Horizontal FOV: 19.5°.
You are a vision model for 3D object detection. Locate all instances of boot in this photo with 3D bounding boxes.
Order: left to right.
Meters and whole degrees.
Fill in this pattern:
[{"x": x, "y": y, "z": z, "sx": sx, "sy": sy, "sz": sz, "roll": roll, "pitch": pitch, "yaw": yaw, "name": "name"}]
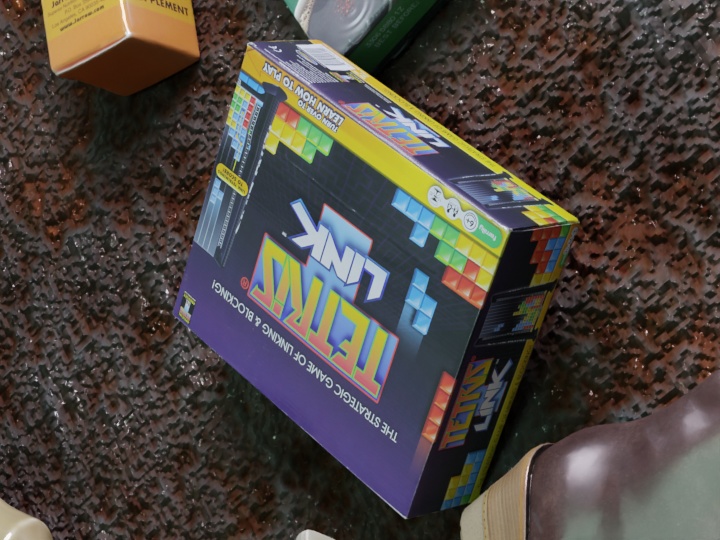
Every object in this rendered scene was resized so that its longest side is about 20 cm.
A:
[{"x": 0.128, "y": 0.160, "z": 0.941, "sx": 0.166, "sy": 0.072, "sz": 0.201, "roll": -30, "pitch": 62, "yaw": 33, "name": "boot"}]

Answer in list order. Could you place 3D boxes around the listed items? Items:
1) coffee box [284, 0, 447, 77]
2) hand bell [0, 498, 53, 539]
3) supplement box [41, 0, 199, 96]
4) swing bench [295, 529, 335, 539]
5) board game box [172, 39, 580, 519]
[{"x": -0.014, "y": -0.214, "z": 1.136, "sx": 0.123, "sy": 0.044, "sz": 0.200, "roll": -44, "pitch": 58, "yaw": 24, "name": "coffee box"}, {"x": -0.162, "y": 0.175, "z": 1.173, "sx": 0.199, "sy": 0.104, "sz": 0.105, "roll": 12, "pitch": 90, "yaw": 28, "name": "hand bell"}, {"x": -0.151, "y": -0.209, "z": 1.229, "sx": 0.069, "sy": 0.066, "sz": 0.201, "roll": -24, "pitch": 69, "yaw": 33, "name": "supplement box"}, {"x": -0.059, "y": 0.262, "z": 1.001, "sx": 0.200, "sy": 0.130, "sz": 0.199, "roll": -24, "pitch": 45, "yaw": 30, "name": "swing bench"}, {"x": 0.000, "y": 0.000, "z": 1.056, "sx": 0.200, "sy": 0.057, "sz": 0.166, "roll": 37, "pitch": 120, "yaw": 36, "name": "board game box"}]
